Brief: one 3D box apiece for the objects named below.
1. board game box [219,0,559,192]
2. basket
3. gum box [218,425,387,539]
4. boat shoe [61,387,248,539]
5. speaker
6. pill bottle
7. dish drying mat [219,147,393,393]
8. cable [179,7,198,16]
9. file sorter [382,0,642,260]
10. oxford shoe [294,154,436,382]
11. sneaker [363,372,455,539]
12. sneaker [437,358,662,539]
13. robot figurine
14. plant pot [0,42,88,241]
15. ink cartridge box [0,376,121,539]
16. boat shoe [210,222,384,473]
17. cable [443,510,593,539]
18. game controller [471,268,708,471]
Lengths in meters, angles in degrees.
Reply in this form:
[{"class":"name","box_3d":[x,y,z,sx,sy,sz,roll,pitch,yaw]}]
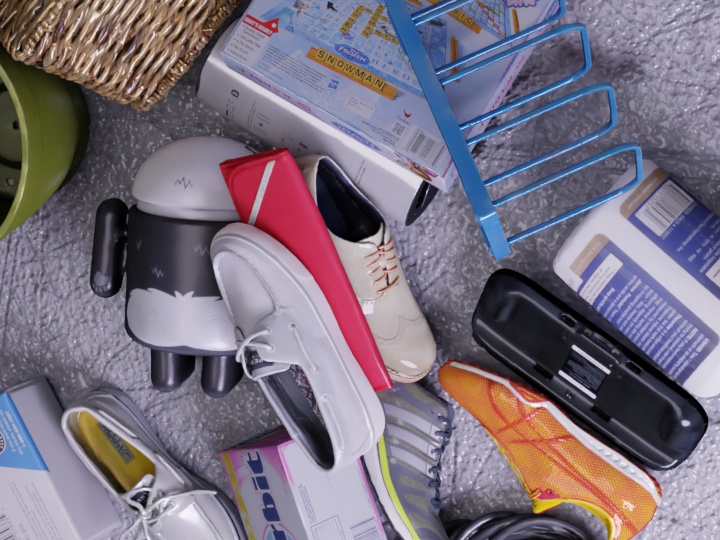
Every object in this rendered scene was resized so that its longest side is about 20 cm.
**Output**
[{"class":"board game box","box_3d":[0.030,-0.193,1.671,0.200,0.041,0.200,31,82,11]},{"class":"basket","box_3d":[-0.182,-0.246,1.688,0.200,0.149,0.143,-51,50,18]},{"class":"gum box","box_3d":[-0.031,0.223,1.750,0.113,0.066,0.201,-14,95,61]},{"class":"boat shoe","box_3d":[-0.171,0.182,1.809,0.075,0.086,0.202,-41,84,19]},{"class":"speaker","box_3d":[-0.025,-0.115,1.720,0.200,0.081,0.081,31,106,12]},{"class":"pill bottle","box_3d":[0.248,0.021,1.635,0.200,0.111,0.111,42,108,8]},{"class":"dish drying mat","box_3d":[-0.042,0.005,1.672,0.077,0.018,0.201,-10,109,40]},{"class":"cable","box_3d":[-0.150,-0.299,1.738,0.200,0.069,0.200,-41,85,19]},{"class":"file sorter","box_3d":[0.104,-0.133,1.554,0.122,0.139,0.201,-23,77,4]},{"class":"oxford shoe","box_3d":[0.000,0.000,1.689,0.200,0.071,0.074,52,146,-12]},{"class":"sneaker","box_3d":[0.042,0.141,1.733,0.081,0.074,0.201,-22,83,0]},{"class":"sneaker","box_3d":[0.136,0.139,1.703,0.200,0.073,0.077,37,87,11]},{"class":"robot figurine","box_3d":[-0.122,-0.005,1.748,0.125,0.150,0.201,20,109,58]},{"class":"plant pot","box_3d":[-0.311,-0.107,1.754,0.199,0.193,0.201,3,99,17]},{"class":"ink cartridge box","box_3d":[-0.325,0.199,1.862,0.199,0.084,0.145,-28,88,19]},{"class":"boat shoe","box_3d":[-0.059,0.061,1.659,0.072,0.068,0.201,-17,105,41]},{"class":"cable","box_3d":[0.135,0.267,1.748,0.199,0.051,0.164,-12,90,24]},{"class":"game controller","box_3d":[0.171,0.076,1.683,0.200,0.042,0.104,36,143,9]}]
